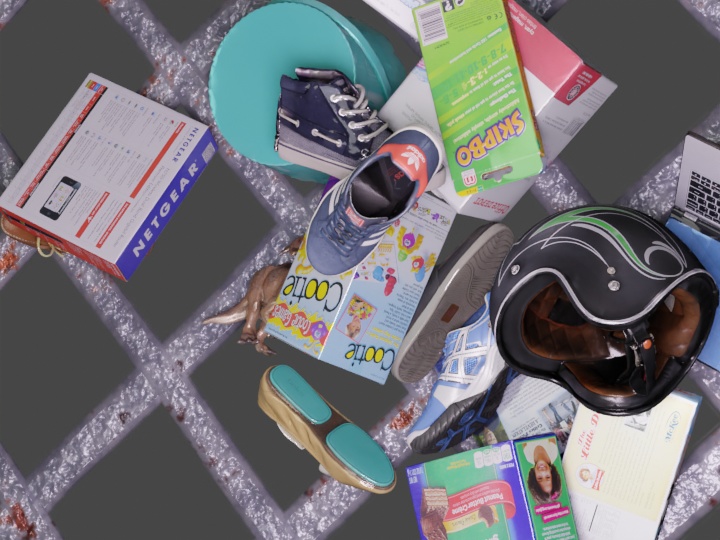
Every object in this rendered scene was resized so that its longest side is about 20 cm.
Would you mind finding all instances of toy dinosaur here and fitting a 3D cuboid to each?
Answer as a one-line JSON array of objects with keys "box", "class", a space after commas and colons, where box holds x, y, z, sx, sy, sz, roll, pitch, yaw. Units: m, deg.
[{"box": [-0.086, 0.018, 1.803, 0.199, 0.086, 0.137, -13, 71, 39], "class": "toy dinosaur"}]

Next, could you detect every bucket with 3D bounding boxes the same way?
[{"box": [-0.060, -0.197, 1.770, 0.206, 0.135, 0.209, -1, 87, 21], "class": "bucket"}]

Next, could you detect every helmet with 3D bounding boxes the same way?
[{"box": [0.229, 0.029, 1.574, 0.190, 0.200, 0.201, 30, 99, 37], "class": "helmet"}]

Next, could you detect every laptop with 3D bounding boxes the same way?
[{"box": [0.371, -0.002, 1.594, 0.187, 0.200, 0.116, 29, 64, 21], "class": "laptop"}]

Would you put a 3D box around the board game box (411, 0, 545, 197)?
[{"box": [0.118, -0.179, 1.595, 0.095, 0.030, 0.201, -16, 78, 22], "class": "board game box"}]

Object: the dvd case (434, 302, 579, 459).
[{"box": [0.165, 0.117, 1.722, 0.142, 0.018, 0.201, -34, 74, 17], "class": "dvd case"}]

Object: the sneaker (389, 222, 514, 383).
[{"box": [0.073, 0.013, 1.730, 0.200, 0.075, 0.106, -51, 48, 4], "class": "sneaker"}]

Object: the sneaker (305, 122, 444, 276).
[{"box": [-0.001, -0.057, 1.548, 0.075, 0.085, 0.200, 38, 125, 0], "class": "sneaker"}]

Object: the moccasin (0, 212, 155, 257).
[{"box": [-0.345, -0.049, 1.911, 0.200, 0.078, 0.074, 15, 93, 23], "class": "moccasin"}]

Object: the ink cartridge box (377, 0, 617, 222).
[{"box": [0.138, -0.172, 1.679, 0.145, 0.145, 0.200, 44, 103, 19], "class": "ink cartridge box"}]

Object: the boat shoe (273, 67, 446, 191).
[{"box": [-0.004, -0.143, 1.611, 0.199, 0.075, 0.093, 16, 121, 28], "class": "boat shoe"}]

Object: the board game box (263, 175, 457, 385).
[{"box": [0.000, 0.000, 1.688, 0.103, 0.105, 0.201, 22, 89, 48], "class": "board game box"}]

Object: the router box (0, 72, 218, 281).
[{"box": [-0.293, -0.111, 1.865, 0.179, 0.049, 0.201, 26, 71, 22], "class": "router box"}]

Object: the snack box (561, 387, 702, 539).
[{"box": [0.265, 0.206, 1.650, 0.116, 0.037, 0.201, 19, 101, 18], "class": "snack box"}]

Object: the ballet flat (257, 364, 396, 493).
[{"box": [-0.039, 0.187, 1.790, 0.200, 0.068, 0.063, 45, 131, 21], "class": "ballet flat"}]

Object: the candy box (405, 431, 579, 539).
[{"box": [0.143, 0.283, 1.658, 0.169, 0.077, 0.201, -22, 78, 48], "class": "candy box"}]

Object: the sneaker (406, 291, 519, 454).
[{"box": [0.115, 0.110, 1.701, 0.077, 0.076, 0.200, 42, 93, 26], "class": "sneaker"}]

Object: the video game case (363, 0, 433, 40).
[{"box": [0.068, -0.355, 1.724, 0.199, 0.024, 0.182, 35, 110, -10], "class": "video game case"}]
